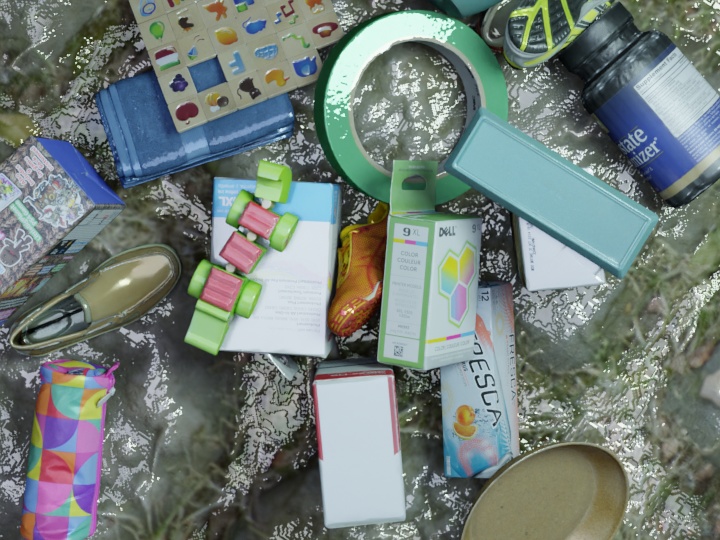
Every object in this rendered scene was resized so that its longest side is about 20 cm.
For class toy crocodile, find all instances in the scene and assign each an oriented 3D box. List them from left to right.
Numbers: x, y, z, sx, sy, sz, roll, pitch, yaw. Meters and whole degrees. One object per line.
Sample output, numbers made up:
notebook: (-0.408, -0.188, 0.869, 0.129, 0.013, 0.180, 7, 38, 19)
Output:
toy crocodile: (-0.117, -0.013, 1.619, 0.067, 0.062, 0.201, 28, 95, 3)

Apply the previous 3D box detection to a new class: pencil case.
pencil case: (-0.310, 0.191, 1.757, 0.088, 0.088, 0.202, 9, 95, 3)

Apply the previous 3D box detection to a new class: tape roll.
tape roll: (0.052, -0.167, 1.707, 0.199, 0.048, 0.202, -2, 98, -15)

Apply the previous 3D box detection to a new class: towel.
towel: (-0.173, -0.168, 1.745, 0.199, 0.049, 0.112, -18, 82, 1)

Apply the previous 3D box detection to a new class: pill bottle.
pill bottle: (0.298, -0.172, 1.692, 0.112, 0.112, 0.200, -42, 90, 4)

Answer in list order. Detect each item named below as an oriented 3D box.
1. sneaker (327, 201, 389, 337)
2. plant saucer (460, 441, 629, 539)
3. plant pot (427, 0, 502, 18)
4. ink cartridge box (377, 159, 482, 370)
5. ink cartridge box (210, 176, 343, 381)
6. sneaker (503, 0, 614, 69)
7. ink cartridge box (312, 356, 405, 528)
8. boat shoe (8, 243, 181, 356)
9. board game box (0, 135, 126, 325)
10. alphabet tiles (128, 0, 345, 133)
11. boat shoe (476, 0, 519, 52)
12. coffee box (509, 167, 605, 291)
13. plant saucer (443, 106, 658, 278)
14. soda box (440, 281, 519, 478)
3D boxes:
sneaker: (0.000, 0.000, 1.689, 0.077, 0.200, 0.073, 34, 126, -2)
plant saucer: (0.184, 0.252, 1.715, 0.199, 0.035, 0.201, -13, 124, -20)
plant pot: (0.102, -0.351, 1.643, 0.200, 0.201, 0.161, 39, 89, 1)
ink cartridge box: (0.072, -0.007, 1.650, 0.059, 0.104, 0.202, 7, 97, 29)
ink cartridge box: (-0.088, 0.007, 1.712, 0.124, 0.129, 0.202, 4, 92, 3)
sneaker: (0.211, -0.277, 1.669, 0.200, 0.076, 0.076, -38, 84, -21)
ink cartridge box: (-0.001, 0.169, 1.682, 0.083, 0.200, 0.146, -5, 93, 0)
boat shoe: (-0.280, 0.037, 1.750, 0.199, 0.076, 0.072, -32, 90, 4)
board game box: (-0.358, -0.034, 1.710, 0.200, 0.159, 0.097, -43, 89, 4)
alphabet tiles: (-0.124, -0.249, 1.730, 0.199, 0.008, 0.168, -21, 70, -4)
boat shoe: (0.196, -0.306, 1.717, 0.071, 0.063, 0.200, 45, 93, 2)
coffee box: (0.193, -0.043, 1.659, 0.079, 0.200, 0.115, -6, 93, 3)
plant saucer: (0.178, -0.072, 1.550, 0.199, 0.019, 0.070, 32, 94, 1)
soda box: (0.124, 0.113, 1.729, 0.063, 0.068, 0.202, -2, 93, 26)
